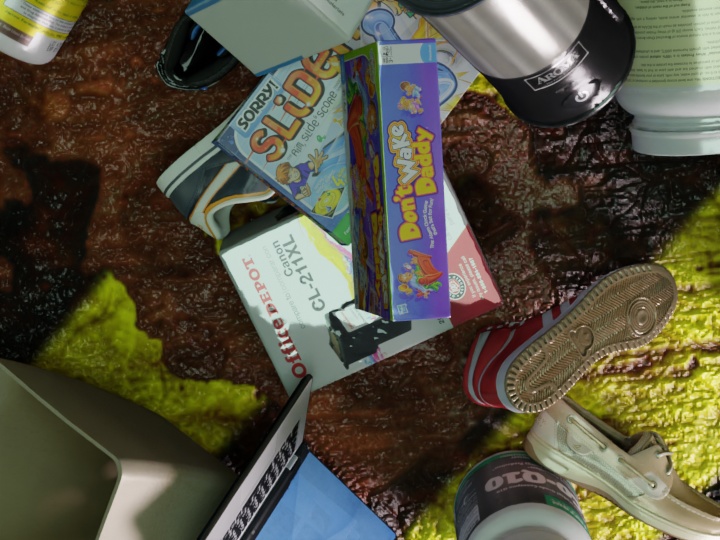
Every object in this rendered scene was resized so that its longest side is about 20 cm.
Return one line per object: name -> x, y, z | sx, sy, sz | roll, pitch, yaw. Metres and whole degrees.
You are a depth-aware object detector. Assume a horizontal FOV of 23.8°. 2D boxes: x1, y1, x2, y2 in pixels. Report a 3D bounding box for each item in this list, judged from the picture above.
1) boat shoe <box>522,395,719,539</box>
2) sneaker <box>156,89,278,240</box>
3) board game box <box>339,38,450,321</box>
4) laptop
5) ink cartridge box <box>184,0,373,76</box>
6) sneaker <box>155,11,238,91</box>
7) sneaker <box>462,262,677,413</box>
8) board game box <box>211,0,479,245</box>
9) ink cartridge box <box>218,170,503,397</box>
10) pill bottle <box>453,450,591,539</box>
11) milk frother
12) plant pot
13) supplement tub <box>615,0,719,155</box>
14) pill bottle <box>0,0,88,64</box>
boat shoe -> 0.242, 0.173, 1.488 | 0.200, 0.072, 0.065 | 28, 102, 0
sneaker -> -0.073, -0.108, 1.417 | 0.200, 0.078, 0.079 | -41, 85, 17
board game box -> 0.025, -0.068, 1.278 | 0.045, 0.134, 0.201 | -4, 93, -12
laptop -> -0.050, 0.226, 1.416 | 0.116, 0.200, 0.187 | 27, 59, 10
ink cartridge box -> -0.027, -0.260, 1.296 | 0.085, 0.144, 0.200 | 40, 65, -22
sneaker -> -0.087, -0.221, 1.376 | 0.073, 0.112, 0.200 | 37, 100, -8
sneaker -> 0.174, 0.056, 1.470 | 0.200, 0.112, 0.071 | -31, 100, -24
board game box -> -0.004, -0.139, 1.356 | 0.135, 0.034, 0.200 | 38, 84, -11
ink cartridge box -> 0.000, 0.000, 1.441 | 0.200, 0.083, 0.146 | -25, 102, 5
pill bottle -> 0.138, 0.235, 1.433 | 0.113, 0.200, 0.113 | 0, 104, 0
milk frother -> 0.111, -0.242, 1.278 | 0.181, 0.200, 0.188 | -48, 142, 5
plant pot -> -0.216, 0.204, 1.417 | 0.177, 0.200, 0.200 | 8, 108, -47
supplement tub -> 0.271, -0.201, 1.365 | 0.145, 0.145, 0.201 | -6, 103, 1
pill bottle -> -0.247, -0.273, 1.366 | 0.109, 0.109, 0.200 | 33, 101, -7
